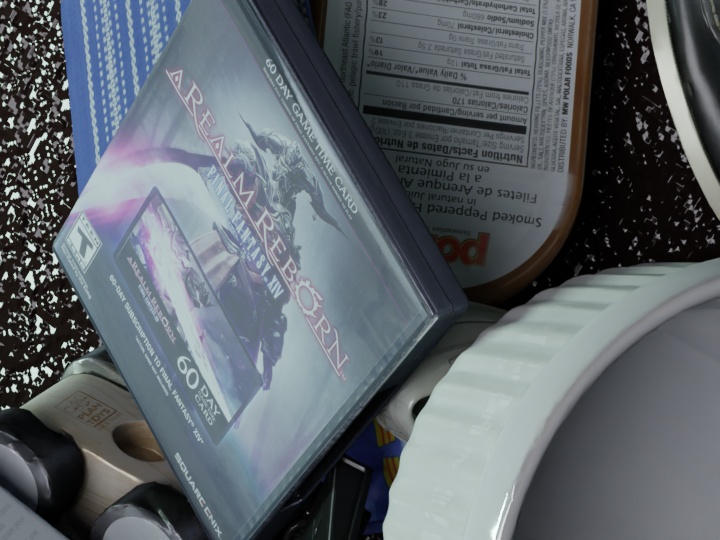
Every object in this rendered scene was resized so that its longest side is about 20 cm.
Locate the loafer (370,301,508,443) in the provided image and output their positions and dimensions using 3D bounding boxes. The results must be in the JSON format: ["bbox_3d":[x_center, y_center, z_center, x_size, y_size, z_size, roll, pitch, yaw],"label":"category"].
[{"bbox_3d":[0.099,0.055,0.941,0.199,0.070,0.070,8,108,-10],"label":"loafer"}]

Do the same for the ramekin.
[{"bbox_3d":[0.100,0.090,0.850,0.105,0.199,0.201,13,102,62],"label":"ramekin"}]

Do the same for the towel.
[{"bbox_3d":[-0.062,-0.078,1.007,0.200,0.024,0.146,-35,59,57],"label":"towel"}]

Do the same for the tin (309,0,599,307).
[{"bbox_3d":[0.028,-0.081,0.981,0.111,0.042,0.201,6,82,-8],"label":"tin"}]

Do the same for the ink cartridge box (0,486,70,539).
[{"bbox_3d":[-0.175,0.146,1.063,0.200,0.047,0.198,36,137,6],"label":"ink cartridge box"}]

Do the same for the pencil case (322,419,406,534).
[{"bbox_3d":[0.000,0.000,1.025,0.087,0.078,0.201,-21,85,46],"label":"pencil case"}]

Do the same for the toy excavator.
[{"bbox_3d":[-0.134,0.128,1.102,0.194,0.100,0.201,27,120,17],"label":"toy excavator"}]

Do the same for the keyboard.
[{"bbox_3d":[-0.034,0.153,0.989,0.021,0.127,0.201,19,118,-8],"label":"keyboard"}]

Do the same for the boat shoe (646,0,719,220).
[{"bbox_3d":[0.138,-0.098,0.951,0.067,0.072,0.201,-12,87,31],"label":"boat shoe"}]

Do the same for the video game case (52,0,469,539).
[{"bbox_3d":[-0.041,0.001,0.941,0.143,0.019,0.200,60,147,16],"label":"video game case"}]
